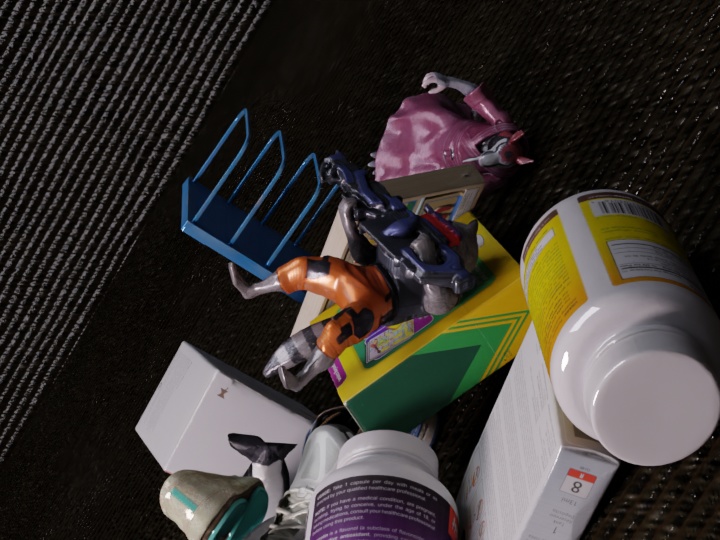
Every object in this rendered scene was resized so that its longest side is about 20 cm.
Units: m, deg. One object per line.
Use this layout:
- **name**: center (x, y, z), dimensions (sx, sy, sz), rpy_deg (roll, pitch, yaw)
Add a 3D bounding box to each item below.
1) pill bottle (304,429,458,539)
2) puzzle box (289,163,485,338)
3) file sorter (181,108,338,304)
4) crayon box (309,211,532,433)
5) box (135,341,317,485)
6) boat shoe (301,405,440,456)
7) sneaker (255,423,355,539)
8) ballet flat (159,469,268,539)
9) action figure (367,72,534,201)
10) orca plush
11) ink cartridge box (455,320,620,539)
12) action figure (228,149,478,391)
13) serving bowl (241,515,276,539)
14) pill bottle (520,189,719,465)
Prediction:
- **pill bottle**: center (0.012, 0.216, 1.173), dimensions (0.112, 0.112, 0.201), rpy_deg (-46, 25, 41)
- **puzzle box**: center (0.021, -0.006, 1.443), dimensions (0.026, 0.132, 0.201), rpy_deg (56, 143, 31)
- **file sorter**: center (-0.079, -0.064, 1.791), dimensions (0.123, 0.199, 0.139), rpy_deg (-54, 17, 15)
- **crayon box**: center (0.055, 0.044, 1.339), dimensions (0.172, 0.058, 0.200), rpy_deg (-34, 19, 2)
- **box**: center (-0.120, 0.161, 1.620), dimensions (0.107, 0.152, 0.200), rpy_deg (-61, 15, -2)
- **boat shoe**: center (-0.010, 0.153, 1.436), dimensions (0.200, 0.072, 0.073), rpy_deg (-43, 23, 46)
- **sneaker**: center (-0.054, 0.211, 1.315), dimensions (0.075, 0.115, 0.202), rpy_deg (-15, 63, 43)
- **ballet flat**: center (-0.116, 0.182, 1.318), dimensions (0.068, 0.062, 0.200), rpy_deg (-56, -10, -8)
- **action figure**: center (0.101, -0.104, 1.533), dimensions (0.199, 0.148, 0.135), rpy_deg (11, 89, 53)
- **orca plush**: center (-0.112, 0.214, 1.482), dimensions (0.071, 0.105, 0.201), rpy_deg (47, 150, 41)
- **ink cartridge box**: center (0.116, 0.151, 1.143), dimensions (0.163, 0.050, 0.201), rpy_deg (-89, 14, -58)
- **action figure**: center (0.000, 0.000, 1.269), dimensions (0.200, 0.192, 0.105), rpy_deg (-125, 20, -48)
- **serving bowl**: center (-0.102, 0.308, 1.398), dimensions (0.200, 0.066, 0.200), rpy_deg (-50, -15, -19)
- **pill bottle**: center (0.165, 0.035, 1.031), dimensions (0.110, 0.109, 0.200), rpy_deg (-55, 17, 21)
